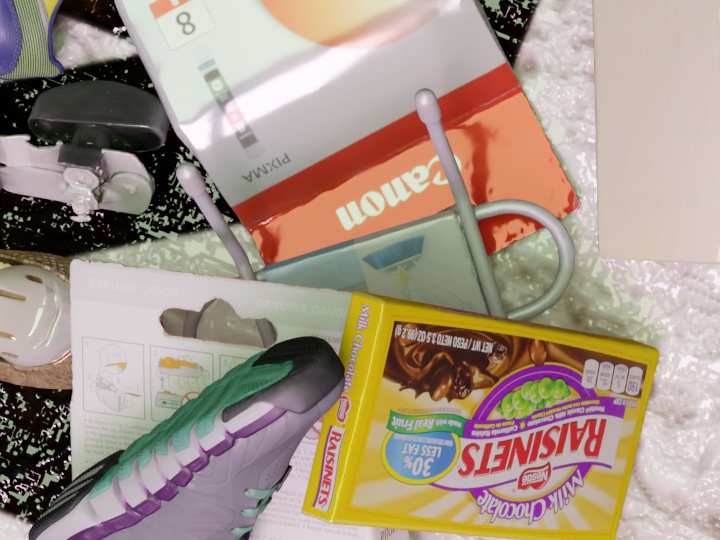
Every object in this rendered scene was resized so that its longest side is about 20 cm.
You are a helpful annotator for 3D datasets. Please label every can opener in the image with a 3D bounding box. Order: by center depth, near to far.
[{"bbox_3d":[-0.194,-0.065,1.271,0.199,0.053,0.067,7,58,7],"label":"can opener"}]

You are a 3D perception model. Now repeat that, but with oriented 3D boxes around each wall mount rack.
[{"bbox_3d":[0.000,0.000,1.204,0.199,0.075,0.174,-17,111,6],"label":"wall mount rack"}]

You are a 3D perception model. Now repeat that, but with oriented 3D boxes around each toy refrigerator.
[{"bbox_3d":[0.145,-0.110,1.174,0.070,0.076,0.201,2,105,22],"label":"toy refrigerator"}]

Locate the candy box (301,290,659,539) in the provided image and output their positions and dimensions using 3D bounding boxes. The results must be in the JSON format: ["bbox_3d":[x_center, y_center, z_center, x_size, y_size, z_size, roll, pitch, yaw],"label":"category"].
[{"bbox_3d":[0.060,0.072,1.167,0.026,0.200,0.103,19,96,44],"label":"candy box"}]

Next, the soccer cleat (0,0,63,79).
[{"bbox_3d":[-0.160,-0.193,1.263,0.083,0.065,0.201,14,88,-22],"label":"soccer cleat"}]

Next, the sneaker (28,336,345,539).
[{"bbox_3d":[-0.060,0.102,1.136,0.200,0.074,0.088,-33,99,39],"label":"sneaker"}]

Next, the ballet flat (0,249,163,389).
[{"bbox_3d":[-0.199,0.017,1.257,0.199,0.065,0.071,11,92,8],"label":"ballet flat"}]

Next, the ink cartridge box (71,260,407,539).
[{"bbox_3d":[-0.059,0.095,1.201,0.162,0.050,0.201,7,104,22],"label":"ink cartridge box"}]

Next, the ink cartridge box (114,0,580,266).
[{"bbox_3d":[-0.008,-0.084,1.237,0.162,0.050,0.200,-27,85,8],"label":"ink cartridge box"}]
